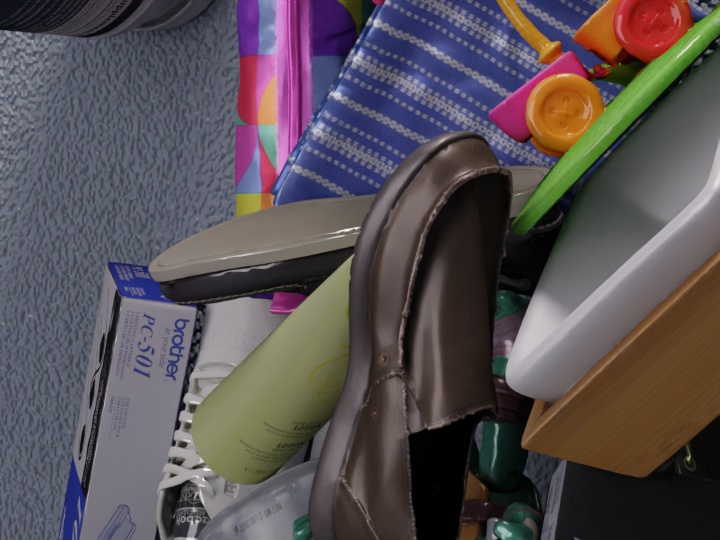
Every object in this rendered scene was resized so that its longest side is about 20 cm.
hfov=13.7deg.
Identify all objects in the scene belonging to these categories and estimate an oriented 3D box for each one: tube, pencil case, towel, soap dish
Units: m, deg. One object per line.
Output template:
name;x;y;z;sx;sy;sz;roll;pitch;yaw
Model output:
tube;-0.013;0.035;1.392;0.052;0.058;0.200;38;135;-7
pencil case;-0.025;-0.078;1.519;0.088;0.088;0.200;-3;88;44
towel;0.058;-0.073;1.425;0.145;0.024;0.200;30;115;0
soap dish;0.148;-0.012;1.285;0.081;0.200;0.157;39;123;-9

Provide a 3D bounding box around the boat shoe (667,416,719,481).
boat shoe;0.132;0.079;1.378;0.072;0.060;0.202;-28;71;40

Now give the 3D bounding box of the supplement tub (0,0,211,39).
supplement tub;-0.176;-0.195;1.586;0.140;0.200;0.140;0;89;44

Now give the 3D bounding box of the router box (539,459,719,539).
router box;0.144;0.189;1.263;0.052;0.157;0.200;107;174;-71

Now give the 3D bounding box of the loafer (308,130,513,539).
loafer;0.037;0.039;1.290;0.071;0.073;0.200;24;111;37

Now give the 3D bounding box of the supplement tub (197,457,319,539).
supplement tub;0.007;0.199;1.456;0.123;0.122;0.200;-42;62;36

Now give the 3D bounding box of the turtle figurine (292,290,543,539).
turtle figurine;0.041;0.116;1.381;0.150;0.101;0.200;-13;59;38

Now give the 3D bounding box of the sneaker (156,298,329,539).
sneaker;-0.065;0.094;1.559;0.076;0.080;0.200;-5;84;46

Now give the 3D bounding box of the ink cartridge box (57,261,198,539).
ink cartridge box;-0.130;0.103;1.617;0.094;0.044;0.200;-128;48;-74

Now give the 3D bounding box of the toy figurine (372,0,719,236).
toy figurine;0.077;-0.149;1.328;0.200;0.150;0.184;-45;88;2

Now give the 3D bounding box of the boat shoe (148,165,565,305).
boat shoe;0.000;0.000;1.418;0.200;0.073;0.063;-11;108;9
